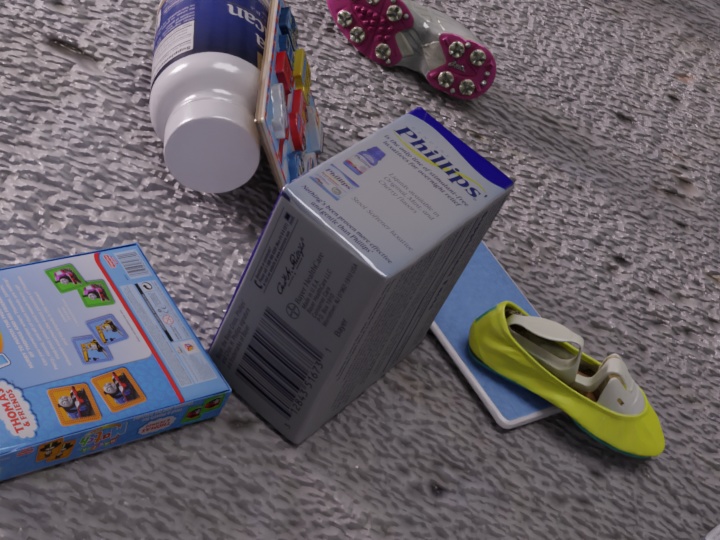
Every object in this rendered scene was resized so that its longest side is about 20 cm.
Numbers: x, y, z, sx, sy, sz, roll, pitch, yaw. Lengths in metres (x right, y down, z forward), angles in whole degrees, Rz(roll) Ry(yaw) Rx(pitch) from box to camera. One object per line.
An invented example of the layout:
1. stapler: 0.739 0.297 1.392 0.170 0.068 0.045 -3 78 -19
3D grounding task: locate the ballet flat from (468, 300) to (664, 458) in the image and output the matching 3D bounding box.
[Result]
1. ballet flat: 0.184 0.089 1.154 0.198 0.067 0.067 31 37 -3

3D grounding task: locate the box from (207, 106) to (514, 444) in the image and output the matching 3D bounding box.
1. box: 0.000 0.000 1.055 0.105 0.185 0.199 39 39 14

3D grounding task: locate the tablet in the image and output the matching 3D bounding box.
1. tablet: 0.112 0.048 1.213 0.129 0.014 0.201 -11 56 -41

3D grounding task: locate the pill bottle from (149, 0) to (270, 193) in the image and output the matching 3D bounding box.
1. pill bottle: -0.129 -0.165 1.202 0.110 0.112 0.202 15 42 -19

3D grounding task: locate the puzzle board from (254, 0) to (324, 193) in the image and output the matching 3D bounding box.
1. puzzle board: -0.057 -0.131 1.200 0.017 0.152 0.202 -9 41 11

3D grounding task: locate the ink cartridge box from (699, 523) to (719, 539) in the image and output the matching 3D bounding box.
1. ink cartridge box: 0.351 0.278 1.076 0.136 0.077 0.200 -22 61 -45

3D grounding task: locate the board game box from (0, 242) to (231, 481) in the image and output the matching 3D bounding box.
1. board game box: -0.211 0.060 0.969 0.198 0.037 0.152 -12 55 -41

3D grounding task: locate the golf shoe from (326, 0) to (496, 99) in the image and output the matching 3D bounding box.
1. golf shoe: 0.054 -0.253 1.462 0.198 0.076 0.092 31 23 -4
